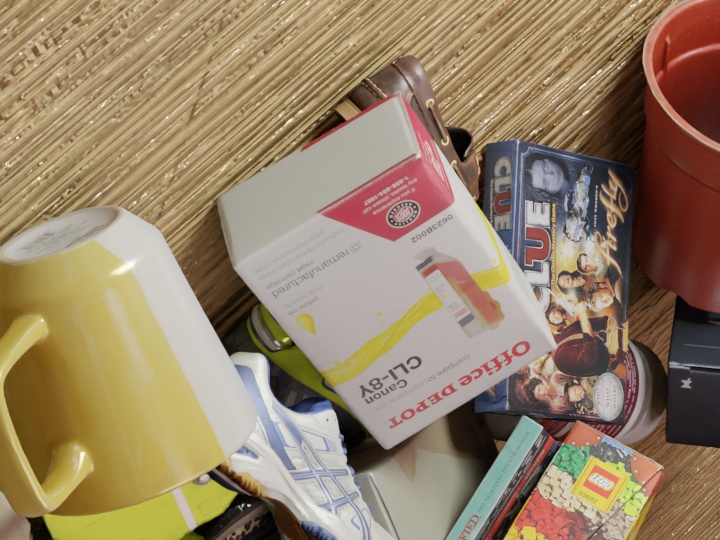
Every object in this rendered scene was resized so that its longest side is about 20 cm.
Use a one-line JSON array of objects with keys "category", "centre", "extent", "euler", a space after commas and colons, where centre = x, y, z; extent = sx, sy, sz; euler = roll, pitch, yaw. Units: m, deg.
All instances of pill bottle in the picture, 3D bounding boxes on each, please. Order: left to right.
[{"category": "pill bottle", "centre": [0.162, 0.090, 1.722], "extent": [0.200, 0.110, 0.110], "euler": [14, 111, -52]}]

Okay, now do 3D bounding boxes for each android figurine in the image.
[{"category": "android figurine", "centre": [-0.158, 0.135, 1.419], "extent": [0.200, 0.041, 0.182], "euler": [-27, 119, -15]}]

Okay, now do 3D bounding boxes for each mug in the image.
[{"category": "mug", "centre": [-0.153, 0.051, 1.271], "extent": [0.149, 0.187, 0.153], "euler": [-19, 107, -3]}]

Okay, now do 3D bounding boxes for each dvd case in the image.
[{"category": "dvd case", "centre": [0.106, 0.188, 1.611], "extent": [0.146, 0.022, 0.200], "euler": [-58, 162, -3]}]

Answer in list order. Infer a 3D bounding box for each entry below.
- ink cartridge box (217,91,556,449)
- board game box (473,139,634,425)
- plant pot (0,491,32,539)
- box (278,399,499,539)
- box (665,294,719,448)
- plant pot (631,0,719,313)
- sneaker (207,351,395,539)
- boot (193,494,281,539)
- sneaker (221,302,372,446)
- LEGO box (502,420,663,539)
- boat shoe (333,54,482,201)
[{"category": "ink cartridge box", "centre": [0.020, 0.004, 1.420], "extent": [0.145, 0.083, 0.200], "euler": [-31, 126, 9]}, {"category": "board game box", "centre": [0.147, 0.012, 1.594], "extent": [0.135, 0.035, 0.200], "euler": [9, 81, -42]}, {"category": "plant pot", "centre": [-0.297, 0.184, 1.244], "extent": [0.184, 0.200, 0.201], "euler": [-51, 147, -18]}, {"category": "box", "centre": [0.024, 0.163, 1.571], "extent": [0.095, 0.078, 0.200], "euler": [-20, -175, 26]}, {"category": "box", "centre": [0.334, 0.045, 1.764], "extent": [0.104, 0.148, 0.200], "euler": [83, 18, -47]}, {"category": "plant pot", "centre": [0.302, -0.083, 1.667], "extent": [0.201, 0.201, 0.195], "euler": [-29, 148, -28]}, {"category": "sneaker", "centre": [-0.029, 0.133, 1.418], "extent": [0.200, 0.075, 0.088], "euler": [43, 69, -26]}, {"category": "boot", "centre": [-0.125, 0.222, 1.559], "extent": [0.200, 0.073, 0.151], "euler": [-31, 141, -34]}, {"category": "sneaker", "centre": [-0.050, 0.081, 1.527], "extent": [0.081, 0.074, 0.200], "euler": [-33, 146, 7]}, {"category": "LEGO box", "centre": [0.147, 0.233, 1.614], "extent": [0.149, 0.077, 0.200], "euler": [-54, 165, -32]}, {"category": "boat shoe", "centre": [0.052, -0.072, 1.484], "extent": [0.070, 0.070, 0.200], "euler": [-42, 144, -5]}]
